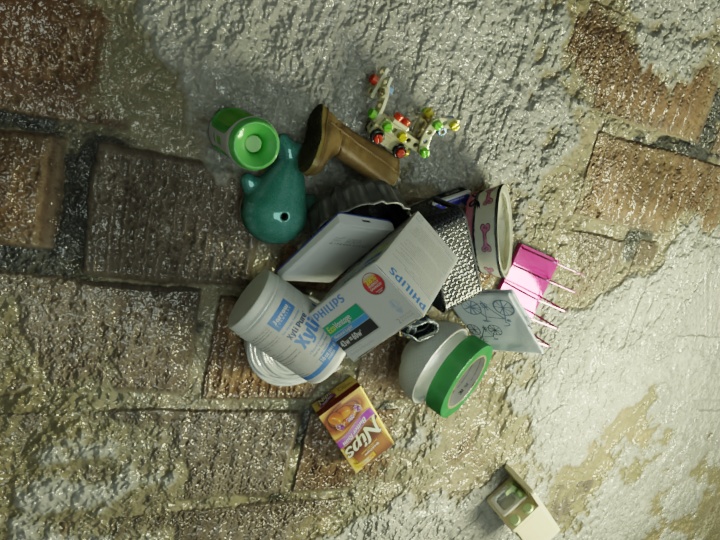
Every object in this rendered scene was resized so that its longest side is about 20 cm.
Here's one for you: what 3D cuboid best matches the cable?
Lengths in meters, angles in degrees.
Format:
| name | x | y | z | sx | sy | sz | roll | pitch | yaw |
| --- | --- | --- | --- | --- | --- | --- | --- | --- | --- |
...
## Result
| name | x | y | z | sx | sy | sz | roll | pitch | yaw |
| --- | --- | --- | --- | --- | --- | --- | --- | --- | --- |
| cable | -0.140 | 0.140 | 1.216 | 0.198 | 0.069 | 0.202 | -19 | 114 | -17 |

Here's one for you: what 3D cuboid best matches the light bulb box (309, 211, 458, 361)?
| name | x | y | z | sx | sy | sz | roll | pitch | yaw |
| --- | --- | --- | --- | --- | --- | --- | --- | --- | --- |
| light bulb box | 0.045 | 0.028 | 1.072 | 0.125 | 0.200 | 0.198 | 47 | 130 | -6 |

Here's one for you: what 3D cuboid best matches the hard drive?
| name | x | y | z | sx | sy | sz | roll | pitch | yaw |
| --- | --- | --- | --- | --- | --- | --- | --- | --- | --- |
| hard drive | -0.049 | -0.037 | 1.099 | 0.131 | 0.026 | 0.200 | 4 | 149 | -42 |

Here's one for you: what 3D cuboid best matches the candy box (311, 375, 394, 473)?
| name | x | y | z | sx | sy | sz | roll | pitch | yaw |
| --- | --- | --- | --- | --- | --- | --- | --- | --- | --- |
| candy box | -0.015 | 0.355 | 1.359 | 0.116 | 0.056 | 0.201 | -34 | 120 | -11 |

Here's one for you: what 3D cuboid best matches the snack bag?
| name | x | y | z | sx | sy | sz | roll | pitch | yaw |
| --- | --- | --- | --- | --- | --- | --- | --- | --- | --- |
| snack bag | 0.309 | 0.118 | 1.350 | 0.201 | 0.188 | 0.021 | 54 | 56 | -24 |

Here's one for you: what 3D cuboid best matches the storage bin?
| name | x | y | z | sx | sy | sz | roll | pitch | yaw |
| --- | --- | --- | --- | --- | --- | --- | --- | --- | --- |
| storage bin | 0.158 | -0.033 | 1.204 | 0.093 | 0.135 | 0.201 | -25 | 116 | -15 |

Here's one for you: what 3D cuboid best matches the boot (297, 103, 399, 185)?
| name | x | y | z | sx | sy | sz | roll | pitch | yaw |
| --- | --- | --- | --- | --- | --- | --- | --- | --- | --- |
| boot | -0.013 | -0.203 | 1.111 | 0.199 | 0.066 | 0.176 | 31 | 51 | -29 |

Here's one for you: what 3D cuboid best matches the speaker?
| name | x | y | z | sx | sy | sz | roll | pitch | yaw |
| --- | --- | --- | --- | --- | --- | --- | --- | --- | --- |
| speaker | -0.196 | -0.221 | 0.983 | 0.088 | 0.200 | 0.089 | -8 | 112 | -22 |

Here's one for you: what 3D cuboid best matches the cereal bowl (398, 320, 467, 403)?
| name | x | y | z | sx | sy | sz | roll | pitch | yaw |
| --- | --- | --- | --- | --- | --- | --- | --- | --- | --- |
| cereal bowl | 0.153 | 0.195 | 1.344 | 0.200 | 0.083 | 0.201 | -37 | 146 | -30 |

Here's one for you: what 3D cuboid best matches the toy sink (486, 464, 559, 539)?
| name | x | y | z | sx | sy | sz | roll | pitch | yaw |
| --- | --- | --- | --- | --- | --- | --- | --- | --- | --- |
| toy sink | 0.439 | 0.662 | 1.637 | 0.112 | 0.130 | 0.201 | -39 | 120 | -7 |

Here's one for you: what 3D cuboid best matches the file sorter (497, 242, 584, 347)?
| name | x | y | z | sx | sy | sz | roll | pitch | yaw |
| --- | --- | --- | --- | --- | --- | --- | --- | --- | --- |
| file sorter | 0.421 | 0.063 | 1.417 | 0.138 | 0.125 | 0.201 | 19 | 99 | -29 |

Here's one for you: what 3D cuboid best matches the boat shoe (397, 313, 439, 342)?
| name | x | y | z | sx | sy | sz | roll | pitch | yaw |
| --- | --- | --- | --- | --- | --- | --- | --- | --- | --- |
| boat shoe | 0.072 | 0.104 | 1.224 | 0.199 | 0.091 | 0.071 | -2 | 118 | -38 |

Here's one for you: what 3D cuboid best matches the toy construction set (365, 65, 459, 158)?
| name | x | y | z | sx | sy | sz | roll | pitch | yaw |
| --- | --- | --- | --- | --- | --- | --- | --- | --- | --- |
| toy construction set | 0.084 | -0.295 | 1.151 | 0.199 | 0.092 | 0.131 | 32 | 115 | -23 |

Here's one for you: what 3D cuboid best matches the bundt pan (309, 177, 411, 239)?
| name | x | y | z | sx | sy | sz | roll | pitch | yaw |
| --- | --- | --- | --- | --- | --- | --- | --- | --- | --- |
| bundt pan | -0.008 | -0.104 | 1.110 | 0.200 | 0.076 | 0.202 | -15 | 158 | -6 |

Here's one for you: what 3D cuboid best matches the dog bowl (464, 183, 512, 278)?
| name | x | y | z | sx | sy | sz | roll | pitch | yaw |
| --- | --- | --- | --- | --- | --- | --- | --- | --- | --- |
| dog bowl | 0.277 | -0.084 | 1.275 | 0.073 | 0.200 | 0.202 | -1 | 116 | 22 |

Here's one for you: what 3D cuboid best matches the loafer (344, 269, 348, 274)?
| name | x | y | z | sx | sy | sz | roll | pitch | yaw |
| --- | --- | --- | --- | --- | --- | --- | --- | --- | --- |
| loafer | 0.000 | 0.000 | 1.246 | 0.071 | 0.063 | 0.202 | 8 | 103 | 5 |

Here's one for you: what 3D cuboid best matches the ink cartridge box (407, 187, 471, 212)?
| name | x | y | z | sx | sy | sz | roll | pitch | yaw |
| --- | --- | --- | --- | --- | --- | --- | --- | --- | --- |
| ink cartridge box | 0.162 | -0.059 | 1.301 | 0.196 | 0.047 | 0.202 | -20 | 117 | -19 |

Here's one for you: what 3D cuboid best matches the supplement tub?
| name | x | y | z | sx | sy | sz | roll | pitch | yaw |
| --- | --- | --- | --- | --- | --- | --- | --- | --- | --- |
| supplement tub | -0.129 | 0.106 | 1.097 | 0.199 | 0.132 | 0.132 | 37 | 90 | -21 |

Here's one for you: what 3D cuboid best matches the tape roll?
| name | x | y | z | sx | sy | sz | roll | pitch | yaw |
| --- | --- | --- | --- | --- | --- | --- | --- | --- | --- |
| tape roll | 0.232 | 0.248 | 1.385 | 0.200 | 0.048 | 0.201 | -39 | 147 | -31 |

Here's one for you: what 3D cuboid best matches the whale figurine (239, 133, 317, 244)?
| name | x | y | z | sx | sy | sz | roll | pitch | yaw |
| --- | --- | --- | --- | --- | --- | --- | --- | --- | --- |
| whale figurine | -0.143 | -0.145 | 1.092 | 0.158 | 0.104 | 0.202 | 18 | 99 | -29 |
